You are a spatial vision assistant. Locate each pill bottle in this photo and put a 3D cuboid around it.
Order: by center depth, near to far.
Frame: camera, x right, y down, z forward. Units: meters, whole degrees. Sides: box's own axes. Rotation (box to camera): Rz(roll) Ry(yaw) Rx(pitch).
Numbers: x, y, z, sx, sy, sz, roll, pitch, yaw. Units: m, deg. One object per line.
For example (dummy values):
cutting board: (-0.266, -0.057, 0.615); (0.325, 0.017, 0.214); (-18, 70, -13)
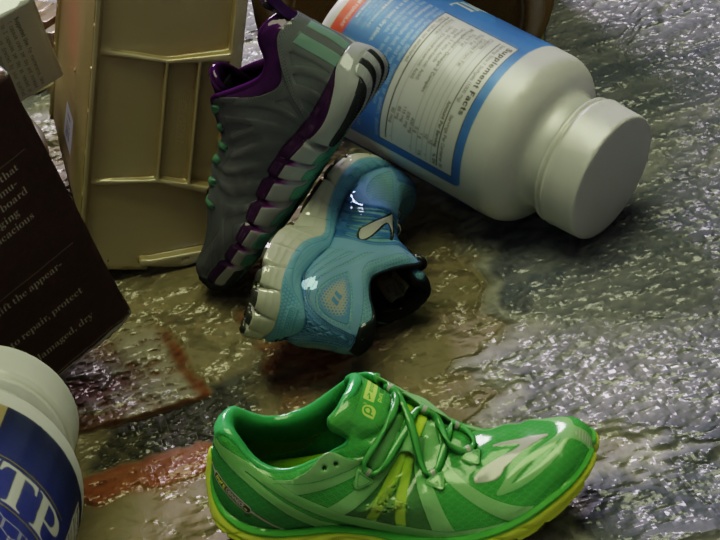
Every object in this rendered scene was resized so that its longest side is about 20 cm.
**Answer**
pill bottle: (-0.200, 0.125, 1.105); (0.120, 0.120, 0.200); (-7, 29, 8)
pill bottle: (0.074, -0.098, 1.390); (0.200, 0.112, 0.112); (31, 47, 27)

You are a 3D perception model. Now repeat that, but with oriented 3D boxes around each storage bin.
storage bin: (-0.142, -0.128, 1.464); (0.094, 0.199, 0.200); (0, 26, -14)

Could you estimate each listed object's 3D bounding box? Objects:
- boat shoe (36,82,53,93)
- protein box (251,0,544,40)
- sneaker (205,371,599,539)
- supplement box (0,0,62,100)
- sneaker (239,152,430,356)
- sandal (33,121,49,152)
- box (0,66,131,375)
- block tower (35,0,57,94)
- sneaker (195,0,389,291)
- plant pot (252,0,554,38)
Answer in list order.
boat shoe: (-0.292, -0.133, 1.568); (0.201, 0.063, 0.074); (-12, 17, 46)
protein box: (0.022, -0.252, 1.616); (0.200, 0.199, 0.135); (-6, 30, 9)
sneaker: (0.018, 0.094, 1.120); (0.200, 0.084, 0.074); (-6, 29, 9)
supplement box: (-0.303, -0.129, 1.420); (0.200, 0.103, 0.101); (-33, 67, -9)
sneaker: (0.000, 0.000, 1.329); (0.090, 0.078, 0.200); (23, 32, 7)
sandal: (-0.259, -0.074, 1.548); (0.082, 0.055, 0.200); (-10, 29, 1)
box: (-0.263, -0.024, 1.256); (0.164, 0.200, 0.166); (-40, 47, -17)
block tower: (-0.225, -0.168, 1.704); (0.200, 0.054, 0.058); (10, 36, 33)
sneaker: (-0.063, -0.077, 1.341); (0.087, 0.200, 0.074); (36, 35, 0)
plant pot: (0.030, -0.171, 1.480); (0.200, 0.200, 0.028); (-10, 45, 3)
